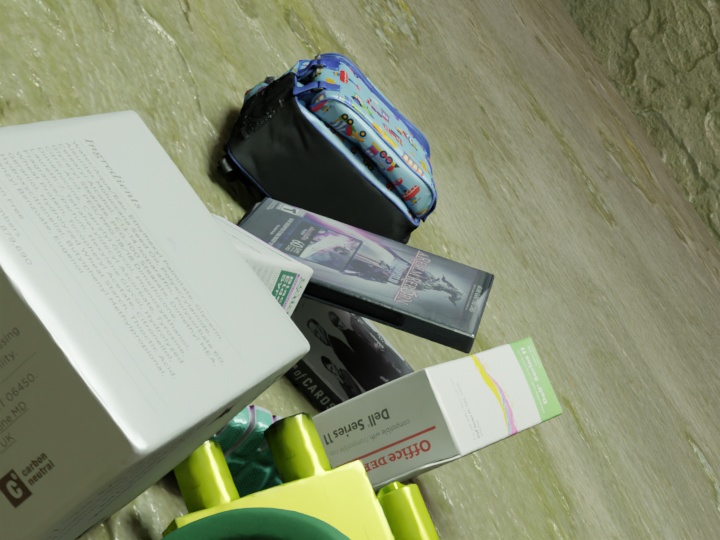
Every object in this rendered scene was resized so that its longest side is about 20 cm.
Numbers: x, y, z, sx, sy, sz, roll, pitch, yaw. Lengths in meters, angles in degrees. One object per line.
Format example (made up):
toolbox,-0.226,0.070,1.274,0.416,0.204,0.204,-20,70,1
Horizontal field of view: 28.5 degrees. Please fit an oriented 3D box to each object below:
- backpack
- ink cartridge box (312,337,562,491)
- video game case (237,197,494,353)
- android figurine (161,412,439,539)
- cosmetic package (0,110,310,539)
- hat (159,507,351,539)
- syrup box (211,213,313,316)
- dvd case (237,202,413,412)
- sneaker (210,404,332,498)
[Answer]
backpack,-0.024,-0.110,1.276,0.183,0.134,0.200,45,18,-18
ink cartridge box,0.046,0.110,1.022,0.199,0.117,0.068,-10,76,-56
video game case,0.000,0.000,1.084,0.198,0.019,0.143,18,21,5
android figurine,-0.032,0.182,0.787,0.181,0.041,0.201,-11,68,-28
cosmetic package,-0.160,0.041,0.685,0.165,0.165,0.200,52,22,4
hat,-0.045,0.249,0.723,0.177,0.164,0.202,72,24,-54
syrup box,-0.099,0.010,0.894,0.081,0.079,0.200,29,2,12
dvd case,-0.036,0.047,1.135,0.200,0.025,0.151,47,21,-10
sneaker,-0.094,0.087,0.881,0.199,0.074,0.088,35,21,-35
